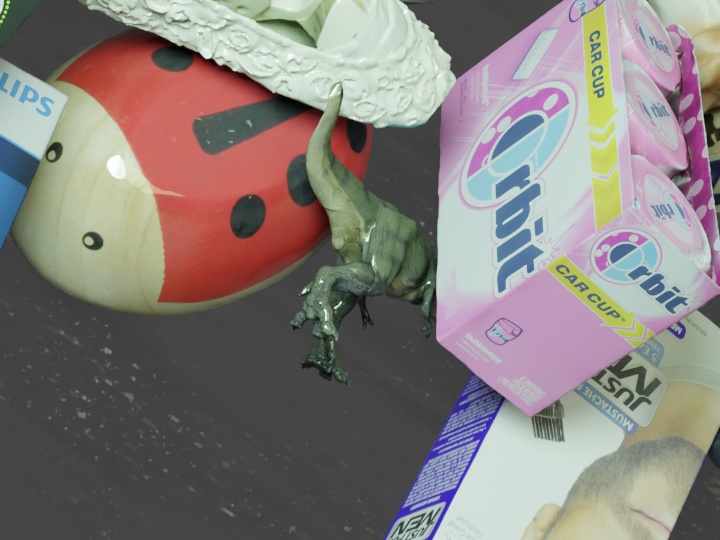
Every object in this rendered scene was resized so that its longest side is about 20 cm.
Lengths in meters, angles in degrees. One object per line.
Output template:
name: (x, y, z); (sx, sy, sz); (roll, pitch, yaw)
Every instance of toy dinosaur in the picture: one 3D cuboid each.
toy dinosaur: (0.000, 0.000, 1.148); (0.088, 0.047, 0.200); (-61, 148, -16)

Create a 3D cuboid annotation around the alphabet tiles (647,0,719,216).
alphabet tiles: (0.209, -0.126, 1.276); (0.006, 0.166, 0.201); (25, 61, -42)

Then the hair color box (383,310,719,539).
hair color box: (0.097, 0.091, 1.196); (0.109, 0.065, 0.201); (38, 60, -15)

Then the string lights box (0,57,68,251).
string lights box: (-0.196, 0.012, 1.026); (0.059, 0.103, 0.201); (30, 62, -18)

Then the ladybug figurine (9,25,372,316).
ladybug figurine: (-0.068, -0.056, 1.142); (0.199, 0.072, 0.136); (-28, 88, -34)

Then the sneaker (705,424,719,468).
sneaker: (0.251, 0.076, 1.274); (0.200, 0.070, 0.082); (-24, 90, -42)

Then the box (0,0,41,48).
box: (-0.219, -0.127, 0.998); (0.200, 0.148, 0.124); (-52, 124, -20)

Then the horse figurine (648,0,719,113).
horse figurine: (0.178, -0.146, 1.257); (0.050, 0.132, 0.201); (1, 75, -50)

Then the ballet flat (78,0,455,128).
ballet flat: (-0.039, -0.118, 1.102); (0.199, 0.072, 0.072); (18, 65, -19)

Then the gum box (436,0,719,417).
gum box: (0.098, -0.044, 1.166); (0.066, 0.113, 0.201); (39, 31, -27)

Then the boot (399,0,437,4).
boot: (0.029, -0.231, 1.219); (0.187, 0.068, 0.201); (-11, 101, -33)
